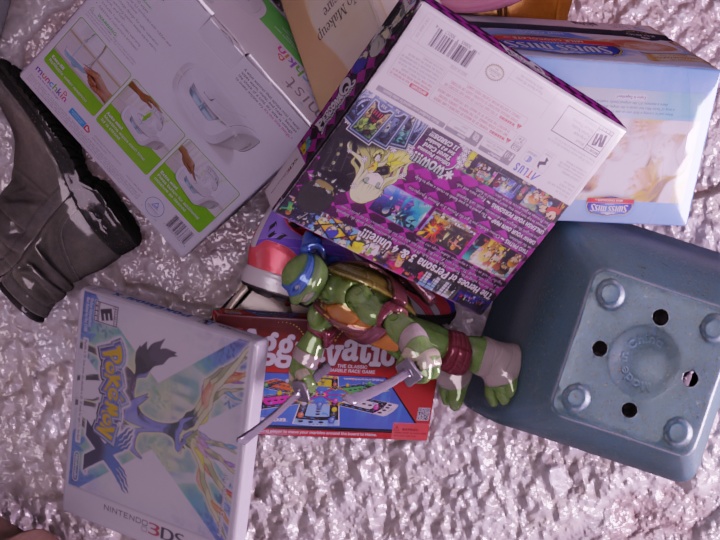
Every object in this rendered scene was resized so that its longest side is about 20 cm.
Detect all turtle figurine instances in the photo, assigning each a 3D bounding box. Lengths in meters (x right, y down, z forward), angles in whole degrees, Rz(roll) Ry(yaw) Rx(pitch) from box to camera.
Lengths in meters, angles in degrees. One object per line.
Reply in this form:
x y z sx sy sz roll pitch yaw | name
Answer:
0.015 0.080 1.131 0.193 0.201 0.144 21 130 -29 | turtle figurine

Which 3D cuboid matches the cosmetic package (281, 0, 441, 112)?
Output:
0.002 -0.193 1.132 0.071 0.105 0.201 -4 64 -35 | cosmetic package

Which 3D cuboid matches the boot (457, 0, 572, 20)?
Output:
0.157 -0.219 1.243 0.200 0.071 0.145 -15 100 6 | boot

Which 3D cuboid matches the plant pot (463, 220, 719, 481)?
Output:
0.207 0.062 1.194 0.195 0.200 0.197 18 95 -2 | plant pot

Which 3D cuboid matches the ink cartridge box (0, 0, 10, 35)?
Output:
-0.339 -0.150 1.185 0.043 0.174 0.201 17 94 -2 | ink cartridge box

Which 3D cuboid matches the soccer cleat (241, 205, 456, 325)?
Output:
0.000 0.000 1.219 0.199 0.068 0.074 13 94 -30 | soccer cleat

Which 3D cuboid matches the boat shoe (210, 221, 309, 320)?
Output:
-0.070 0.021 1.257 0.071 0.063 0.200 44 91 -2 | boat shoe

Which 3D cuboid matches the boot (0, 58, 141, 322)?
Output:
-0.287 -0.064 1.249 0.130 0.068 0.201 -33 93 8 | boot

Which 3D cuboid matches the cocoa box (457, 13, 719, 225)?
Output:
0.157 -0.119 1.176 0.199 0.131 0.134 1 112 -17 | cocoa box

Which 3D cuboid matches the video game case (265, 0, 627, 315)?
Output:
0.062 -0.078 1.064 0.199 0.036 0.182 25 111 -30 | video game case

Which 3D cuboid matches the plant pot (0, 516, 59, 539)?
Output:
-0.355 0.251 1.223 0.175 0.200 0.200 43 93 15 | plant pot

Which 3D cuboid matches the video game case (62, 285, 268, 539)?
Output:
-0.164 0.130 1.227 0.181 0.022 0.201 15 105 28 | video game case

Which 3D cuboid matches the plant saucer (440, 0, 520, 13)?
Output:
0.091 -0.305 1.176 0.199 0.051 0.202 4 101 22 | plant saucer

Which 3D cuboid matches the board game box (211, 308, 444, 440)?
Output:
-0.031 0.088 1.247 0.199 0.019 0.104 4 103 -19 | board game box

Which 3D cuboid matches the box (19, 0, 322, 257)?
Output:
-0.138 -0.146 1.191 0.200 0.097 0.176 48 121 -3 | box
